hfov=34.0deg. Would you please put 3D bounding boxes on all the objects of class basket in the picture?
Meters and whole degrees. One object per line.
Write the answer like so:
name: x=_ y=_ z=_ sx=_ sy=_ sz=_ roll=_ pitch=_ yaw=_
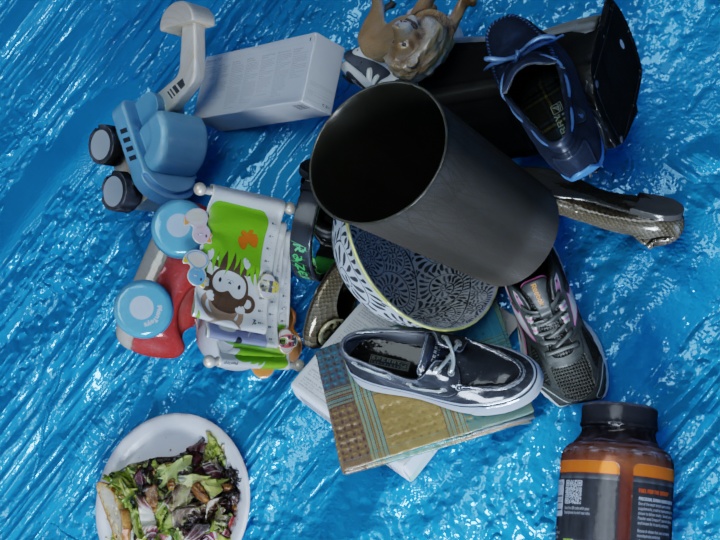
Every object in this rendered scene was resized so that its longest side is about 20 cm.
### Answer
basket: x=0.080 y=-0.071 z=1.096 sx=0.180 sy=0.200 sz=0.136 roll=21 pitch=85 yaw=50

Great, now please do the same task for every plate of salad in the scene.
plate of salad: x=-0.215 y=0.256 z=1.306 sx=0.200 sy=0.048 sz=0.200 roll=-7 pitch=73 yaw=22

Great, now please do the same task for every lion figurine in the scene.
lion figurine: x=0.044 y=-0.245 z=1.222 sx=0.123 sy=0.072 sz=0.200 roll=-56 pitch=20 yaw=-8

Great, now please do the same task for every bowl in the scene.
bowl: x=0.038 y=-0.020 z=1.197 sx=0.094 sy=0.201 sz=0.201 roll=-31 pitch=62 yaw=46

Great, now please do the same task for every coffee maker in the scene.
coffee maker: x=0.159 y=-0.174 z=1.182 sx=0.200 sy=0.192 sz=0.135 roll=-6 pitch=114 yaw=33

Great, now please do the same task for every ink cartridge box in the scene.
ink cartridge box: x=0.050 y=0.097 z=1.246 sx=0.161 sy=0.050 sz=0.200 roll=33 pitch=72 yaw=28

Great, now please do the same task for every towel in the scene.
towel: x=0.062 y=0.115 z=1.195 sx=0.200 sy=0.022 sz=0.147 roll=-18 pitch=59 yaw=6

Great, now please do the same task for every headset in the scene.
headset: x=-0.016 y=-0.077 z=1.278 sx=0.094 sy=0.124 sz=0.200 roll=12 pitch=56 yaw=15

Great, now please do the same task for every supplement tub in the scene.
supplement tub: x=0.234 y=0.224 z=1.085 sx=0.107 sy=0.107 sz=0.200 roll=1 pitch=76 yaw=24

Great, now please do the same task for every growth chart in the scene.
growth chart: x=-0.121 y=0.010 z=1.234 sx=0.018 sy=0.145 sz=0.200 roll=-3 pitch=88 yaw=51

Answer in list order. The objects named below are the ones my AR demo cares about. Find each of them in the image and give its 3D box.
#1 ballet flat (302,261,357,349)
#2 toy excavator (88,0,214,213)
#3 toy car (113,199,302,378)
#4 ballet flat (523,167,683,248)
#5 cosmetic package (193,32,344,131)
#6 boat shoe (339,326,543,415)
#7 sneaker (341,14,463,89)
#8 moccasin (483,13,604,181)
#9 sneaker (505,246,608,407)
ballet flat: x=0.000 y=0.000 z=1.276 sx=0.046 sy=0.067 sz=0.200 roll=28 pitch=83 yaw=19
toy excavator: x=-0.220 y=-0.183 z=1.366 sx=0.200 sy=0.100 sz=0.195 roll=-34 pitch=66 yaw=33
toy car: x=-0.151 y=0.035 z=1.299 sx=0.200 sy=0.184 sz=0.177 roll=24 pitch=81 yaw=-4
ballet flat: x=0.227 y=-0.063 z=1.191 sx=0.200 sy=0.067 sz=0.046 roll=16 pitch=124 yaw=24
cosmetic package: x=-0.107 y=-0.212 z=1.349 sx=0.200 sy=0.051 sz=0.083 roll=0 pitch=77 yaw=47
boat shoe: x=0.076 y=0.090 z=1.152 sx=0.200 sy=0.068 sz=0.072 roll=9 pitch=66 yaw=20
sneaker: x=0.030 y=-0.193 z=1.294 sx=0.130 sy=0.079 sz=0.199 roll=-1 pitch=63 yaw=31
moccasin: x=0.164 y=-0.172 z=1.065 sx=0.080 sy=0.068 sz=0.200 roll=-38 pitch=51 yaw=13
sneaker: x=0.179 y=0.040 z=1.165 sx=0.080 sy=0.086 sz=0.200 roll=-26 pitch=67 yaw=8
